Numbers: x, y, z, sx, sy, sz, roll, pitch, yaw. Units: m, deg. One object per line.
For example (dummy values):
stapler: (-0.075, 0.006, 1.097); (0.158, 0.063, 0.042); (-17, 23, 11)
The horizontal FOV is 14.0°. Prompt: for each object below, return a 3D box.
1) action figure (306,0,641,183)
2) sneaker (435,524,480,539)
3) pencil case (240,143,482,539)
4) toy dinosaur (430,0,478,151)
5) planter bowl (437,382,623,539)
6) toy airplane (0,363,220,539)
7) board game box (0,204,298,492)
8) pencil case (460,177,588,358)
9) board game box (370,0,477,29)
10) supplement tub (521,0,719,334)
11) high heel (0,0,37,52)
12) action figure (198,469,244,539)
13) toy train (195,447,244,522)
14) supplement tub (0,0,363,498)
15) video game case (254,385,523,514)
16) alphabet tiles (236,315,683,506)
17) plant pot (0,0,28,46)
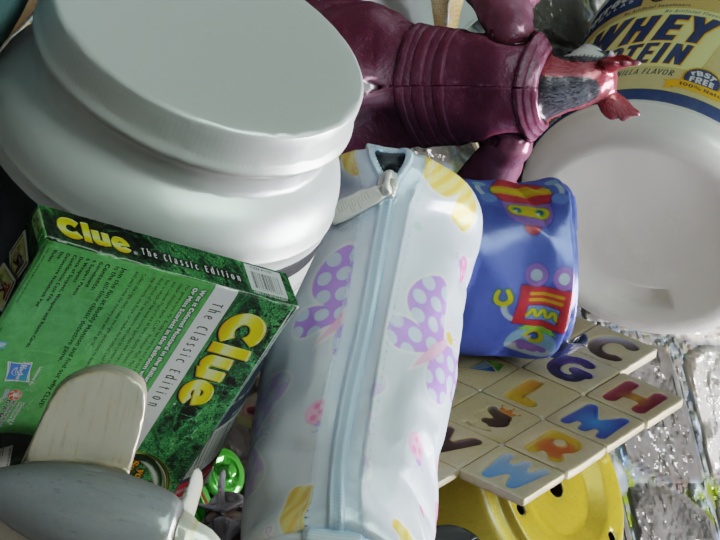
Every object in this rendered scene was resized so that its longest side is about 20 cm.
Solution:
action figure: (0.030, -0.091, 1.332); (0.149, 0.199, 0.135); (3, 86, -66)
sneaker: (0.031, 0.192, 1.246); (0.070, 0.090, 0.201); (-21, 114, -22)
pencil case: (0.000, 0.047, 1.158); (0.083, 0.091, 0.201); (17, 55, -11)
toy dinosaur: (0.045, -0.164, 1.462); (0.058, 0.201, 0.101); (4, 29, -10)
planter bowl: (0.062, 0.109, 1.335); (0.200, 0.083, 0.201); (28, 51, -41)
toy airplane: (-0.119, 0.158, 1.030); (0.201, 0.199, 0.141); (64, -10, -24)
board game box: (-0.115, 0.068, 1.067); (0.104, 0.200, 0.024); (18, 32, -29)
pencil case: (0.000, 0.000, 1.289); (0.199, 0.087, 0.078); (0, 46, -14)
board game box: (-0.016, -0.194, 1.487); (0.200, 0.026, 0.200); (60, 37, -11)
supplement tub: (0.176, -0.078, 1.568); (0.145, 0.144, 0.200); (51, 39, -21)
high heel: (-0.116, -0.174, 1.221); (0.071, 0.200, 0.143); (25, 39, 3)
action figure: (-0.054, 0.175, 1.169); (0.069, 0.130, 0.201); (50, 37, -63)
toy train: (-0.055, 0.142, 1.247); (0.056, 0.042, 0.201); (-32, 97, -43)
supplement tub: (-0.092, -0.011, 1.119); (0.140, 0.200, 0.141); (18, 33, -12)
video game case: (0.021, 0.063, 1.400); (0.182, 0.023, 0.201); (-26, 92, -54)
alphabet tiles: (0.040, 0.049, 1.297); (0.200, 0.166, 0.006); (-26, 131, -50)
plant pot: (-0.202, -0.131, 1.106); (0.135, 0.199, 0.201); (68, 13, -69)
